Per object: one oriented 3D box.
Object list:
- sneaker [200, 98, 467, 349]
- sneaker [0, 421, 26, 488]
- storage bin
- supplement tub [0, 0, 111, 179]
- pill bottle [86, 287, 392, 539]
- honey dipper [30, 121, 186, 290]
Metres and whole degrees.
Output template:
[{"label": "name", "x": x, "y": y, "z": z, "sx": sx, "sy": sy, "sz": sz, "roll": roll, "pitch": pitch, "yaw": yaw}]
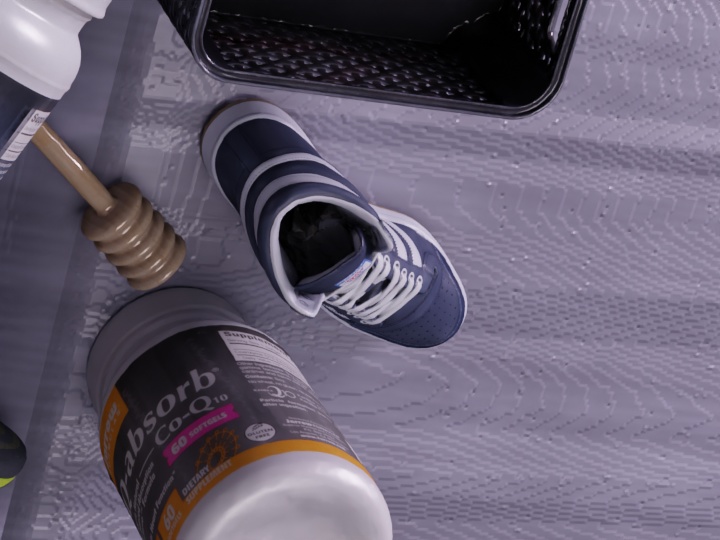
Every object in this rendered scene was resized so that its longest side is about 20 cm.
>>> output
[{"label": "sneaker", "x": 0.000, "y": 0.000, "z": 1.459, "sx": 0.070, "sy": 0.109, "sz": 0.200, "roll": -44, "pitch": 126, "yaw": 6}, {"label": "sneaker", "x": -0.221, "y": 0.036, "z": 1.407, "sx": 0.081, "sy": 0.074, "sz": 0.200, "roll": -40, "pitch": 129, "yaw": -4}, {"label": "storage bin", "x": 0.009, "y": -0.163, "z": 1.372, "sx": 0.199, "sy": 0.094, "sz": 0.136, "roll": 5, "pitch": 116, "yaw": -24}, {"label": "supplement tub", "x": -0.217, "y": -0.087, "z": 1.270, "sx": 0.140, "sy": 0.140, "sz": 0.200, "roll": 33, "pitch": 96, "yaw": -35}, {"label": "pill bottle", "x": -0.069, "y": 0.097, "z": 1.429, "sx": 0.116, "sy": 0.200, "sz": 0.117, "roll": -11, "pitch": 122, "yaw": -18}, {"label": "honey dipper", "x": -0.158, "y": -0.065, "z": 1.396, "sx": 0.038, "sy": 0.038, "sz": 0.200, "roll": -40, "pitch": 125, "yaw": 2}]
